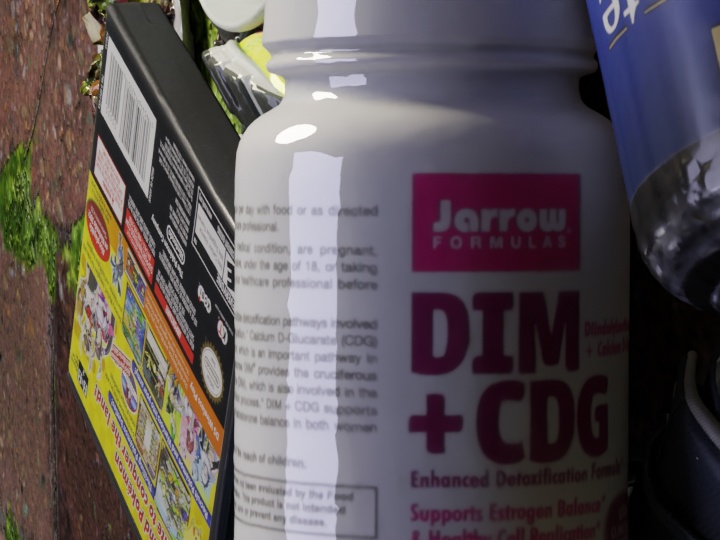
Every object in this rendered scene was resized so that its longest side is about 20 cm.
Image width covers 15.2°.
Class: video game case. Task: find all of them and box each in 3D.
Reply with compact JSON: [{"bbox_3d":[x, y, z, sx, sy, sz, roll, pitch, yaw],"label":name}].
[{"bbox_3d":[-0.071,0.020,1.045,0.200,0.025,0.181,-122,36,-52],"label":"video game case"}]

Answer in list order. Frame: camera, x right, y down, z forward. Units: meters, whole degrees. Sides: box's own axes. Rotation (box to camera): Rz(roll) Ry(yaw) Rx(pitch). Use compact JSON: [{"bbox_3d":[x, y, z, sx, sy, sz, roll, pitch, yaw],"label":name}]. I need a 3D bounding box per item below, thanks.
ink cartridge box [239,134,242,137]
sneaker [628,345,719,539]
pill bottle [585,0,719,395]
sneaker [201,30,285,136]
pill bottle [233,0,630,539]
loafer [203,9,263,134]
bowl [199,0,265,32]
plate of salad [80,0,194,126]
[{"bbox_3d":[-0.021,0.024,1.115,0.200,0.117,0.067,-117,29,-48],"label":"ink cartridge box"},{"bbox_3d":[0.101,0.063,0.829,0.202,0.077,0.146,-114,31,-54],"label":"sneaker"},{"bbox_3d":[0.118,-0.056,0.700,0.112,0.112,0.200,127,137,-62],"label":"pill bottle"},{"bbox_3d":[-0.004,-0.071,1.045,0.078,0.090,0.200,62,-177,-7],"label":"sneaker"},{"bbox_3d":[0.020,0.010,0.767,0.113,0.113,0.200,-174,84,-71],"label":"pill bottle"},{"bbox_3d":[-0.050,-0.142,1.258,0.072,0.063,0.200,-124,36,-57],"label":"loafer"},{"bbox_3d":[0.003,-0.184,1.032,0.201,0.090,0.201,-173,90,-70],"label":"bowl"},{"bbox_3d":[-0.135,-0.123,1.543,0.200,0.048,0.200,177,90,-71],"label":"plate of salad"}]
